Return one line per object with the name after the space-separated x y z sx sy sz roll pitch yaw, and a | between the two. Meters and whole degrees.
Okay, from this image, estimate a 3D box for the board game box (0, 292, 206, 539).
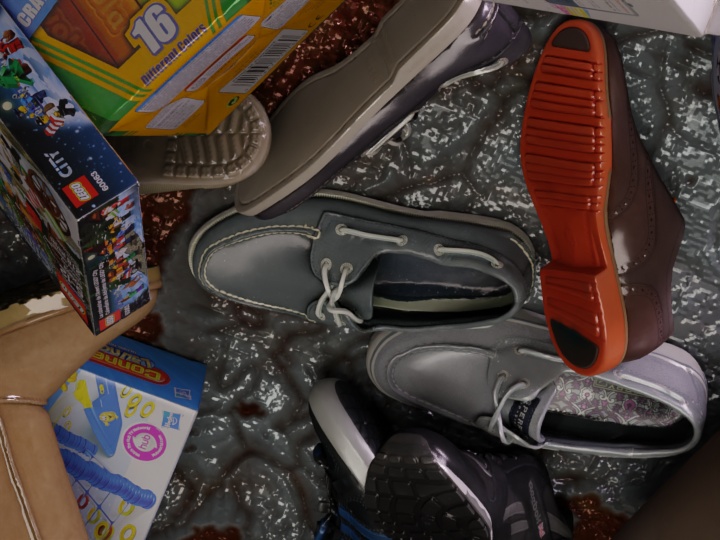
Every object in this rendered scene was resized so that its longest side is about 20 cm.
-0.217 0.116 1.475 0.196 0.056 0.200 20 115 -7 | board game box

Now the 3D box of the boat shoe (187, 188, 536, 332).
0.000 0.000 1.405 0.200 0.062 0.073 3 117 1 | boat shoe

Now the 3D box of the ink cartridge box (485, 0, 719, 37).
0.130 -0.186 1.222 0.067 0.200 0.117 40 70 -50 | ink cartridge box

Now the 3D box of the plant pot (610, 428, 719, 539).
0.242 0.162 1.398 0.173 0.200 0.200 -33 110 17 | plant pot

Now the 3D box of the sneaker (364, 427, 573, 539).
0.066 0.129 1.431 0.076 0.088 0.200 2 148 29 | sneaker

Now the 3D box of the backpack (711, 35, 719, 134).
0.259 -0.109 1.280 0.154 0.200 0.191 0 123 8 | backpack

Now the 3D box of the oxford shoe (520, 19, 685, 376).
0.139 -0.045 1.388 0.072 0.071 0.200 -15 111 -31 | oxford shoe

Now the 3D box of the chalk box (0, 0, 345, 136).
-0.122 -0.182 1.268 0.125 0.124 0.200 -42 78 19 | chalk box

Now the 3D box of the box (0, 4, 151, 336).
-0.180 -0.076 1.271 0.038 0.137 0.200 -33 69 -17 | box

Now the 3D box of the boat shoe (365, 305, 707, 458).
0.102 0.067 1.428 0.201 0.072 0.070 7 116 0 | boat shoe

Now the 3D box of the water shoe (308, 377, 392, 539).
0.002 0.158 1.476 0.079 0.072 0.200 -24 113 11 | water shoe

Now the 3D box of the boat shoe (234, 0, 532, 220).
0.011 -0.084 1.359 0.063 0.073 0.200 31 123 -31 | boat shoe

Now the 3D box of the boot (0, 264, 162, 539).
-0.172 0.109 1.383 0.175 0.066 0.200 -18 101 -19 | boot

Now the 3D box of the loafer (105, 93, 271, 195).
-0.141 -0.072 1.371 0.200 0.068 0.076 8 82 15 | loafer
